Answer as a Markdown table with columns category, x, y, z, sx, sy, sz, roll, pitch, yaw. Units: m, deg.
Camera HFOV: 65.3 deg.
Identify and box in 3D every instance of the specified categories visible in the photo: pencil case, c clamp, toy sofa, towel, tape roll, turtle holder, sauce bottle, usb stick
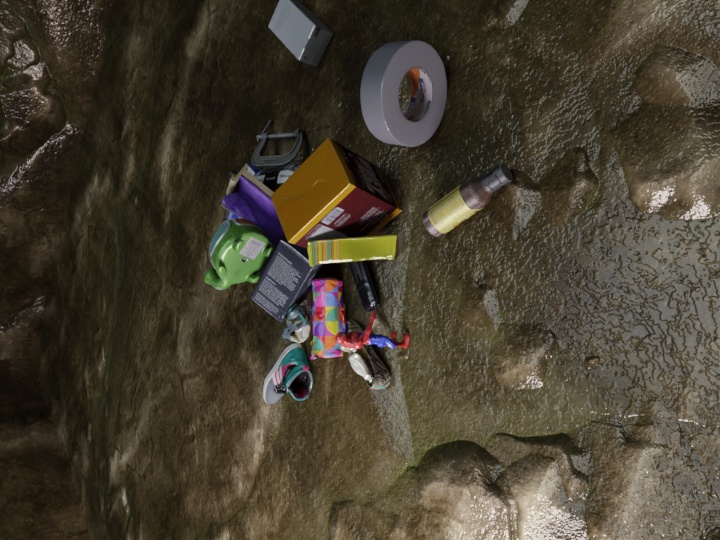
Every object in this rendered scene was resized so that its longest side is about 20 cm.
| category | x | y | z | sx | sy | sz | roll | pitch | yaw |
| --- | --- | --- | --- | --- | --- | --- | --- | --- | --- |
| pencil case | -0.085 | 0.119 | 1.386 | 0.087 | 0.087 | 0.205 | -2 | 84 | 45 |
| c clamp | -0.229 | -0.358 | 1.560 | 0.197 | 0.027 | 0.173 | 11 | 64 | 36 |
| toy sofa | -0.243 | -0.157 | 1.401 | 0.199 | 0.098 | 0.083 | 38 | 152 | -7 |
| towel | -0.019 | -0.044 | 1.244 | 0.087 | 0.195 | 0.018 | 91 | 173 | -59 |
| tape roll | 0.091 | -0.360 | 1.148 | 0.065 | 0.198 | 0.205 | 19 | 101 | 44 |
| turtle holder | -0.303 | -0.040 | 1.375 | 0.132 | 0.139 | 0.188 | 49 | 135 | 38 |
| sauce bottle | 0.210 | -0.139 | 1.110 | 0.199 | 0.064 | 0.066 | -34 | 64 | 40 |
| usb stick | 0.000 | 0.000 | 1.341 | 0.055 | 0.032 | 0.203 | -40 | 60 | 44 |

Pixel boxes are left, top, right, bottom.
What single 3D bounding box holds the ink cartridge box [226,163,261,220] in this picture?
| category | x | y | z | sx | sy | sz | roll | pitch | yaw |
| --- | --- | --- | --- | --- | --- | --- | --- | --- | --- |
| ink cartridge box | -0.341 | -0.209 | 1.693 | 0.094 | 0.044 | 0.203 | 44 | 119 | 39 |

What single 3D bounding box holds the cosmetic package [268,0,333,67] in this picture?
| category | x | y | z | sx | sy | sz | roll | pitch | yaw |
| --- | --- | --- | --- | --- | --- | --- | --- | --- | --- |
| cosmetic package | -0.164 | -0.649 | 1.517 | 0.201 | 0.073 | 0.102 | 54 | 124 | 31 |

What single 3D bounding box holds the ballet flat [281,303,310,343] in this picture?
| category | x | y | z | sx | sy | sz | roll | pitch | yaw |
| --- | --- | --- | --- | --- | --- | --- | --- | --- | --- |
| ballet flat | -0.161 | 0.151 | 1.436 | 0.201 | 0.073 | 0.076 | 110 | 147 | -68 |

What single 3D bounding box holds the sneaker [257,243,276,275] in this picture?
| category | x | y | z | sx | sy | sz | roll | pitch | yaw |
| --- | --- | --- | --- | --- | --- | --- | --- | --- | --- |
| sneaker | -0.227 | -0.052 | 1.483 | 0.099 | 0.201 | 0.078 | -33 | 108 | 30 |

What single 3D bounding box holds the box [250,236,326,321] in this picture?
| category | x | y | z | sx | sy | sz | roll | pitch | yaw |
| --- | --- | --- | --- | --- | --- | --- | --- | --- | --- |
| box | -0.165 | 0.002 | 1.403 | 0.104 | 0.148 | 0.202 | 36 | 120 | 5 |

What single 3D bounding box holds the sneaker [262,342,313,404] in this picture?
| category | x | y | z | sx | sy | sz | roll | pitch | yaw |
| --- | --- | --- | --- | --- | --- | --- | --- | --- | --- |
| sneaker | -0.188 | 0.307 | 1.487 | 0.202 | 0.082 | 0.121 | -61 | 41 | 23 |

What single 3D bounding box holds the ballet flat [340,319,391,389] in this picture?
| category | x | y | z | sx | sy | sz | roll | pitch | yaw |
| --- | --- | --- | --- | --- | --- | --- | --- | --- | --- |
| ballet flat | -0.003 | 0.191 | 1.303 | 0.201 | 0.074 | 0.068 | 54 | 126 | 33 |

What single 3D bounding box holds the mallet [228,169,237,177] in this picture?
| category | x | y | z | sx | sy | sz | roll | pitch | yaw |
| --- | --- | --- | --- | --- | --- | --- | --- | --- | --- |
| mallet | -0.267 | -0.179 | 1.463 | 0.065 | 0.041 | 0.203 | -29 | 97 | 2 |

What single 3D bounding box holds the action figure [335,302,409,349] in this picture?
| category | x | y | z | sx | sy | sz | roll | pitch | yaw |
| --- | --- | --- | --- | --- | --- | --- | --- | --- | --- |
| action figure | 0.021 | 0.119 | 1.194 | 0.064 | 0.198 | 0.101 | -3 | 85 | 44 |

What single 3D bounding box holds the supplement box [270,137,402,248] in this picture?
| category | x | y | z | sx | sy | sz | roll | pitch | yaw |
| --- | --- | --- | --- | --- | --- | --- | --- | --- | --- |
| supplement box | -0.052 | -0.151 | 1.258 | 0.196 | 0.198 | 0.134 | -39 | 59 | 23 |

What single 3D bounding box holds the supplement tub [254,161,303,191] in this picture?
| category | x | y | z | sx | sy | sz | roll | pitch | yaw |
| --- | --- | --- | --- | --- | --- | --- | --- | --- | --- |
| supplement tub | -0.190 | -0.217 | 1.484 | 0.198 | 0.121 | 0.126 | -1 | 87 | 46 |
